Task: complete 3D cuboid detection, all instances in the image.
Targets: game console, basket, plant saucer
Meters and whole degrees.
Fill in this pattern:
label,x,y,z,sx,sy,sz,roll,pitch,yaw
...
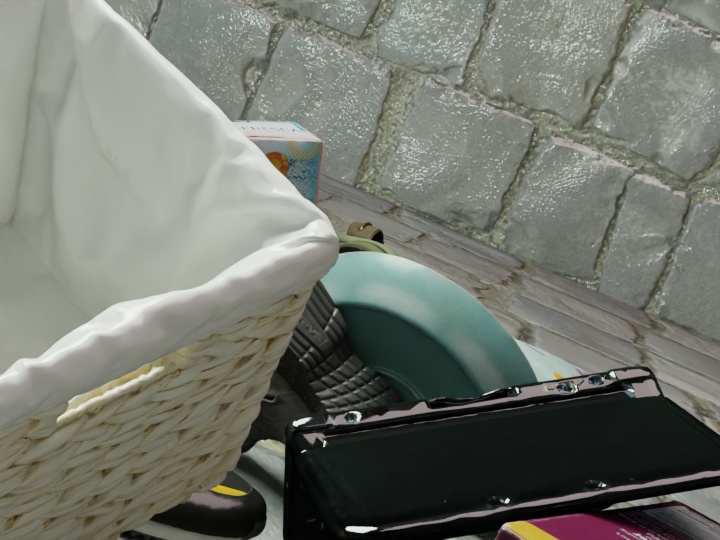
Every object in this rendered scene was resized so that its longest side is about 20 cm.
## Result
label,x,y,z,sx,sy,sz,roll,pitch,yaw
game console,0.069,0.122,0.700,0.200,0.176,0.116,-7,47,-11
basket,-0.155,0.007,0.539,0.198,0.161,0.200,-25,62,-40
plant saucer,0.023,0.082,0.859,0.200,0.200,0.027,26,41,20

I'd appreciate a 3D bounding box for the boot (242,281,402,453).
label,x,y,z,sx,sy,sz,roll,pitch,yaw
boot,-0.041,0.096,0.858,0.070,0.200,0.132,-25,-2,-44

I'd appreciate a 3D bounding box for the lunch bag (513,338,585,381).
label,x,y,z,sx,sy,sz,roll,pitch,yaw
lunch bag,0.062,0.096,1.008,0.200,0.122,0.170,24,10,-1

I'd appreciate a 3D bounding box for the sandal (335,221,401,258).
label,x,y,z,sx,sy,sz,roll,pitch,yaw
sandal,0.000,0.001,0.992,0.057,0.080,0.201,-13,18,-20

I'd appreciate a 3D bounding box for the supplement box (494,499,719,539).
label,x,y,z,sx,sy,sz,roll,pitch,yaw
supplement box,0.120,0.183,0.607,0.103,0.131,0.200,28,10,32

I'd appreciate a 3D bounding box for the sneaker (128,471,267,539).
label,x,y,z,sx,sy,sz,roll,pitch,yaw
sneaker,-0.134,0.075,0.740,0.200,0.090,0.070,24,9,9

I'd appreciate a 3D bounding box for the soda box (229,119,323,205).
label,x,y,z,sx,sy,sz,roll,pitch,yaw
soda box,-0.075,-0.005,0.999,0.064,0.200,0.068,1,18,-22
